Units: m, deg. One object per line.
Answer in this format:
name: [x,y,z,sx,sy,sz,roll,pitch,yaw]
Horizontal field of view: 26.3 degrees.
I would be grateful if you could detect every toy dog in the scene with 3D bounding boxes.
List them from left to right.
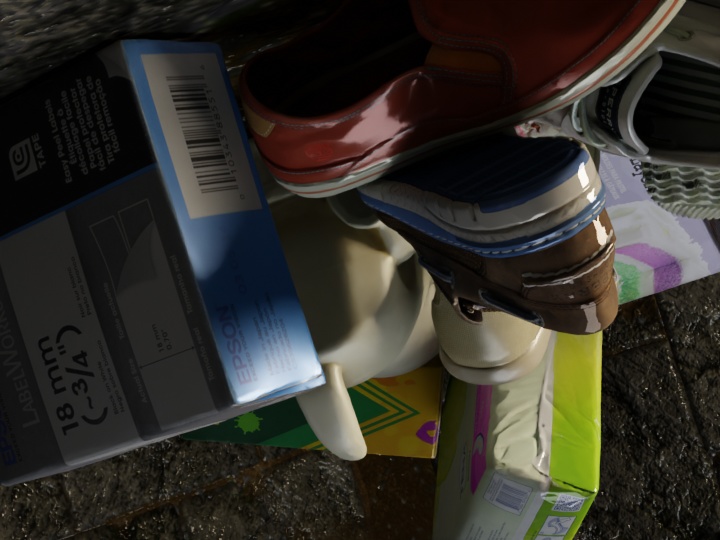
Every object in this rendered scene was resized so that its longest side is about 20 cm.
toy dog: [0.000,0.000,0.823,0.139,0.195,0.200,-28,165,12]

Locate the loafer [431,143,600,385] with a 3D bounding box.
loafer: [0.078,-0.043,0.772,0.075,0.201,0.068,2,150,14]

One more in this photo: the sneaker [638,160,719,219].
sneaker: [0.173,-0.118,0.803,0.069,0.100,0.200,4,151,16]

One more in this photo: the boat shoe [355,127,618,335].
boat shoe: [0.048,-0.016,0.630,0.072,0.073,0.200,-24,-165,-5]

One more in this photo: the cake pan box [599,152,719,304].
cake pan box: [0.107,-0.045,0.938,0.183,0.053,0.200,-20,136,18]

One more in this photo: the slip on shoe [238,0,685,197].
slip on shoe: [0.041,-0.094,0.598,0.199,0.074,0.061,-25,143,14]

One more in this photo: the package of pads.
package of pads: [0.090,0.082,0.894,0.068,0.201,0.155,13,139,-3]

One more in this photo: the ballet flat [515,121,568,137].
ballet flat: [0.109,-0.099,0.695,0.199,0.064,0.076,-15,-137,28]

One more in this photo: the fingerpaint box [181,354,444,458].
fingerpaint box: [-0.026,0.038,1.047,0.166,0.074,0.200,5,-153,2]

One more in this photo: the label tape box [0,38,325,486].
label tape box: [-0.126,0.009,0.639,0.199,0.145,0.063,-21,175,34]

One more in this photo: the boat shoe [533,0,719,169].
boat shoe: [0.114,-0.080,0.620,0.199,0.074,0.067,7,-142,28]
